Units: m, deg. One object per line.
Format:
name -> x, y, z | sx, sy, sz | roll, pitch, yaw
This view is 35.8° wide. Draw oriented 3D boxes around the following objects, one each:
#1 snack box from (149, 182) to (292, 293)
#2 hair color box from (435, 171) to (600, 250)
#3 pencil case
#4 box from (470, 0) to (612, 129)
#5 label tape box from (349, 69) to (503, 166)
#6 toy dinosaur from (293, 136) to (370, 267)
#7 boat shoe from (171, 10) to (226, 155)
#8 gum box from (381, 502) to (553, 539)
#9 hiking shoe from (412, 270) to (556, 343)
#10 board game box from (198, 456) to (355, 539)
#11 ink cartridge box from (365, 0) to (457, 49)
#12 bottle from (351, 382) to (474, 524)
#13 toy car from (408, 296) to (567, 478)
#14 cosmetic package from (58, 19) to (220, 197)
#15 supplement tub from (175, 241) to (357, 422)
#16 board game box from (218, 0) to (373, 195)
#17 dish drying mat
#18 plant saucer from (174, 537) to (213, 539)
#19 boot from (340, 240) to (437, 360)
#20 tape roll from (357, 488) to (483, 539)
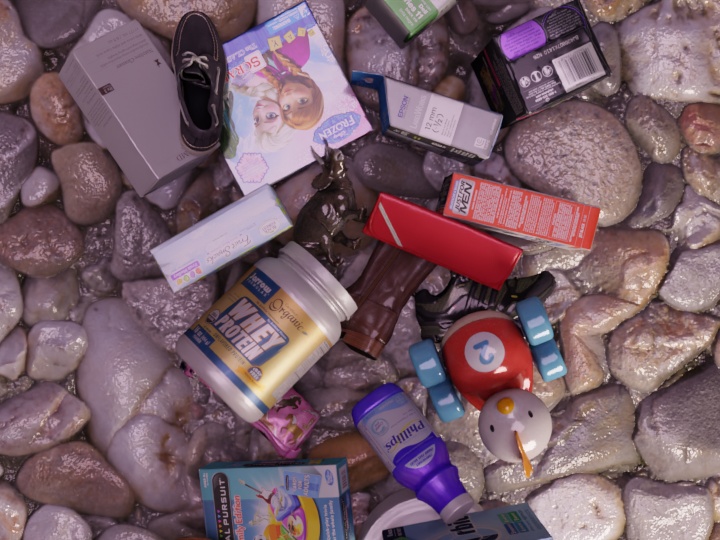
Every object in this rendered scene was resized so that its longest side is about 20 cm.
snack box -> -0.173, -0.043, 1.437 | 0.169, 0.200, 0.068 | -30, 92, 0
hair color box -> 0.207, -0.077, 1.495 | 0.200, 0.111, 0.064 | 15, 91, -2
pencil case -> -0.146, 0.165, 1.502 | 0.200, 0.083, 0.087 | 40, 79, -4
box -> 0.229, -0.261, 1.444 | 0.122, 0.200, 0.106 | -25, 93, -1
label tape box -> 0.075, -0.200, 1.469 | 0.200, 0.143, 0.066 | 16, 91, -3
toy dinosaur -> -0.045, -0.066, 1.498 | 0.102, 0.077, 0.200 | 31, 105, 21
boat shoe -> -0.205, -0.252, 1.437 | 0.073, 0.063, 0.200 | 0, 74, -13
gum box -> 0.132, 0.351, 1.407 | 0.200, 0.170, 0.045 | -10, 93, -2
hiking shoe -> 0.165, 0.027, 1.514 | 0.200, 0.076, 0.101 | -21, 96, 0
board game box -> -0.111, 0.333, 1.496 | 0.200, 0.047, 0.151 | -6, 92, 18
ink cartridge box -> 0.110, -0.393, 1.463 | 0.200, 0.147, 0.083 | -40, 94, 1
bottle -> 0.072, 0.245, 1.482 | 0.084, 0.065, 0.200 | -34, 63, -10
toy car -> 0.187, 0.169, 1.436 | 0.184, 0.200, 0.177 | -23, 138, 5
cosmetic package -> -0.291, -0.211, 1.467 | 0.113, 0.081, 0.200 | -38, 93, -32
supplement tub -> -0.116, 0.075, 1.398 | 0.145, 0.145, 0.200 | 45, 81, -3
board game box -> -0.115, -0.230, 1.512 | 0.200, 0.041, 0.200 | -29, 93, -1
dish drying mat -> 0.105, -0.037, 1.455 | 0.200, 0.018, 0.077 | 23, 128, -2
plant saucer -> -0.204, 0.446, 1.505 | 0.200, 0.032, 0.200 | 5, 111, 15
boot -> 0.000, 0.000, 1.516 | 0.186, 0.064, 0.200 | 27, 78, 18
tape roll -> 0.094, 0.399, 1.527 | 0.202, 0.071, 0.203 | 0, 92, -1
